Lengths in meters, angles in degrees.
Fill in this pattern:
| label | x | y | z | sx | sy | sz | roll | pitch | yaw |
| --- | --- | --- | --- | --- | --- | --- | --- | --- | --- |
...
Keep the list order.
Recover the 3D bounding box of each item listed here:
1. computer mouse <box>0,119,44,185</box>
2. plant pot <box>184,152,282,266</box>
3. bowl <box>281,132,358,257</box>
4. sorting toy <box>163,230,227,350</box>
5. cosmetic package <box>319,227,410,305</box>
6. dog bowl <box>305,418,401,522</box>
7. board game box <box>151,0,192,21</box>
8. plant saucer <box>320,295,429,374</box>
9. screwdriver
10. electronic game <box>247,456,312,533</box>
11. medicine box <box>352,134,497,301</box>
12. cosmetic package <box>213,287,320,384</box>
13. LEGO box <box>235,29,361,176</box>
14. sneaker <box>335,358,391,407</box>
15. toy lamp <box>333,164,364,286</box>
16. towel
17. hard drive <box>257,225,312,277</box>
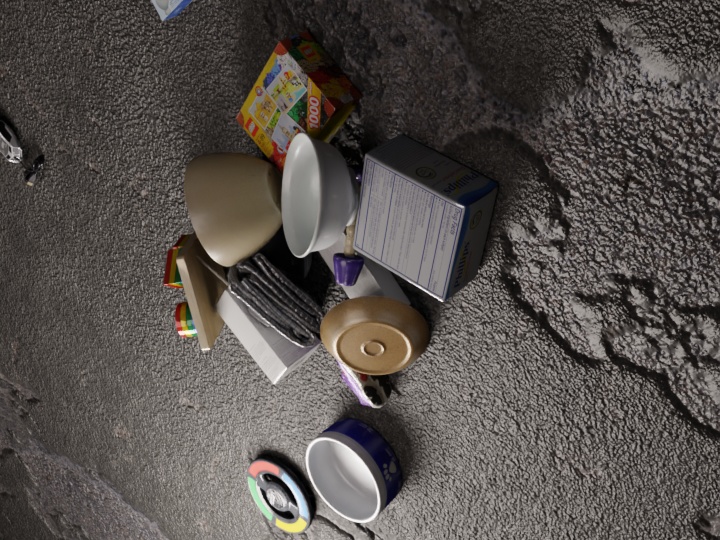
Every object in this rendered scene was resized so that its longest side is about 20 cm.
| label | x | y | z | sx | sy | sz | roll | pitch | yaw |
| --- | --- | --- | --- | --- | --- | --- | --- | --- | --- |
| computer mouse | -0.844 | -0.304 | 2.346 | 0.200 | 0.044 | 0.110 | 48 | 142 | 2 |
| plant pot | -0.203 | -0.123 | 1.703 | 0.132 | 0.201 | 0.203 | -16 | 105 | 18 |
| bowl | -0.060 | -0.122 | 1.580 | 0.201 | 0.089 | 0.205 | -179 | 90 | -68 |
| sorting toy | -0.335 | 0.030 | 1.950 | 0.068 | 0.199 | 0.203 | -8 | 113 | 10 |
| cosmetic package | 0.000 | 0.000 | 1.732 | 0.082 | 0.050 | 0.202 | -33 | 90 | 43 |
| dog bowl | -0.015 | 0.408 | 1.973 | 0.198 | 0.078 | 0.203 | 23 | 128 | 32 |
| board game box | -0.340 | -0.580 | 1.703 | 0.199 | 0.043 | 0.201 | -23 | 98 | 48 |
| plant saucer | 0.024 | 0.127 | 1.716 | 0.196 | 0.036 | 0.202 | 2 | 135 | 2 |
| screwdriver | -0.241 | 0.035 | 1.870 | 0.029 | 0.028 | 0.200 | -43 | 91 | 6 |
| electronic game | -0.188 | 0.520 | 2.231 | 0.198 | 0.041 | 0.203 | 23 | 129 | 32 |
| medicine box | 0.099 | -0.086 | 1.549 | 0.198 | 0.103 | 0.184 | 30 | 132 | 26 |
| cosmetic package | -0.186 | 0.108 | 1.931 | 0.201 | 0.107 | 0.085 | 51 | 142 | 9 |
| LEGO box | -0.108 | -0.279 | 1.645 | 0.149 | 0.077 | 0.200 | 49 | 137 | 7 |
| sneaker | -0.021 | 0.178 | 1.844 | 0.083 | 0.080 | 0.202 | -16 | 103 | 52 |
| toy lamp | -0.013 | -0.075 | 1.650 | 0.058 | 0.058 | 0.204 | 17 | 107 | 35 |
| towel | -0.153 | 0.047 | 1.801 | 0.199 | 0.086 | 0.166 | 41 | -179 | -10 |
| hard drive | -0.147 | -0.096 | 1.818 | 0.133 | 0.042 | 0.203 | 19 | 126 | 35 |
